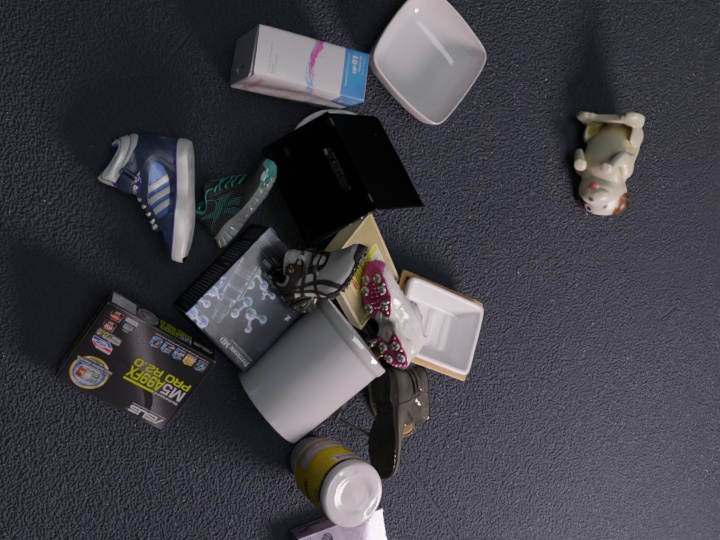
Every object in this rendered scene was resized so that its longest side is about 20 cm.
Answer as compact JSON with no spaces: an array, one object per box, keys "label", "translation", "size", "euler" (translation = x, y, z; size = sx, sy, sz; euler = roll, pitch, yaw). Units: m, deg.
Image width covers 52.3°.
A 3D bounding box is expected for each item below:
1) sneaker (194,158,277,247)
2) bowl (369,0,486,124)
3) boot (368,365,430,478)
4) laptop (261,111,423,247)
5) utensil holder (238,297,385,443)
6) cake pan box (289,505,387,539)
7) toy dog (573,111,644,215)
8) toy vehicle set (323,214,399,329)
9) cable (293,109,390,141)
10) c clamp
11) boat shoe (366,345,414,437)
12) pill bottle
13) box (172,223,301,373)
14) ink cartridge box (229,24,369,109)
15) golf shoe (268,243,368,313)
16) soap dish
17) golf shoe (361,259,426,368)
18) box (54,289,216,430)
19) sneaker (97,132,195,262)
[{"label":"sneaker","translation":[-0.210,-0.120,1.189],"size":[0.091,0.200,0.078],"euler":[39,38,-10]},{"label":"bowl","translation":[0.115,-0.395,1.371],"size":[0.200,0.074,0.201],"euler":[41,77,-24]},{"label":"boot","translation":[0.082,0.272,1.334],"size":[0.130,0.067,0.203],"euler":[11,77,-44]},{"label":"laptop","translation":[-0.027,-0.154,1.223],"size":[0.198,0.116,0.189],"euler":[-28,75,5]},{"label":"utensil holder","translation":[-0.084,0.170,1.255],"size":[0.200,0.170,0.170],"euler":[-40,111,-1]},{"label":"cake pan box","translation":[-0.032,0.564,1.399],"size":[0.182,0.052,0.203],"euler":[-13,100,-22]},{"label":"toy dog","translation":[0.520,-0.219,1.566],"size":[0.193,0.138,0.203],"euler":[17,84,-62]},{"label":"toy vehicle set","translation":[0.000,0.000,1.282],"size":[0.125,0.026,0.201],"euler":[-51,145,-19]},{"label":"cable","translation":[-0.036,-0.183,1.282],"size":[0.197,0.069,0.203],"euler":[12,64,-15]},{"label":"c clamp","translation":[-0.028,0.179,1.347],"size":[0.169,0.027,0.202],"euler":[19,83,7]},{"label":"boat shoe","translation":[0.056,0.239,1.402],"size":[0.074,0.066,0.202],"euler":[-32,107,-19]},{"label":"pill bottle","translation":[-0.052,0.360,1.286],"size":[0.110,0.199,0.113],"euler":[-2,96,-25]},{"label":"box","translation":[-0.190,0.044,1.244],"size":[0.200,0.107,0.149],"euler":[-47,112,-14]},{"label":"ink cartridge box","translation":[-0.105,-0.335,1.230],"size":[0.197,0.144,0.086],"euler":[6,92,-26]},{"label":"golf shoe","translation":[-0.072,-0.001,1.136],"size":[0.094,0.199,0.078],"euler":[41,45,-17]},{"label":"soap dish","translation":[0.132,0.107,1.410],"size":[0.198,0.081,0.159],"euler":[22,76,-25]},{"label":"golf shoe","translation":[0.061,0.067,1.291],"size":[0.091,0.075,0.202],"euler":[-31,114,-37]},{"label":"box","translation":[-0.356,0.147,1.174],"size":[0.199,0.044,0.161],"euler":[35,104,-24]},{"label":"sneaker","translation":[-0.343,-0.117,1.171],"size":[0.144,0.081,0.203],"euler":[3,96,-2]}]
